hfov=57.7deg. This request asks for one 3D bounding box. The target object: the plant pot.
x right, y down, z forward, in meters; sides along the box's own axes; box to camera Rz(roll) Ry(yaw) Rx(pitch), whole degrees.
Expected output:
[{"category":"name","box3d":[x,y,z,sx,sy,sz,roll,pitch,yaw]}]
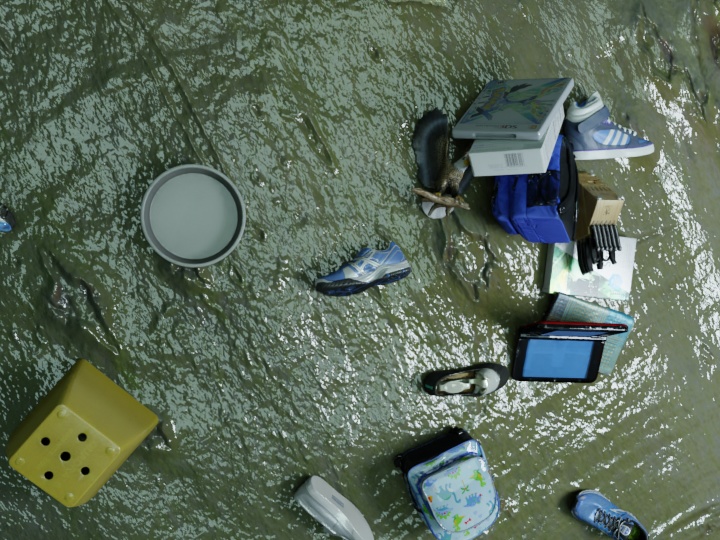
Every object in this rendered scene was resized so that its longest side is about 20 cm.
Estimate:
[{"category":"plant pot","box3d":[-0.522,0.312,1.201,0.200,0.176,0.200,42,85,-10]}]

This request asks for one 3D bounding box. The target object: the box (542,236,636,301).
[{"category":"box","box3d":[0.511,-0.012,1.458,0.199,0.036,0.145,5,92,-10]}]

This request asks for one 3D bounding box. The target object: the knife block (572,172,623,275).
[{"category":"knife block","box3d":[0.493,-0.097,1.414,0.064,0.200,0.176,0,123,-13]}]

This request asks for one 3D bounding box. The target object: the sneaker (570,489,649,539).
[{"category":"sneaker","box3d":[0.568,0.561,1.475,0.200,0.089,0.079,26,87,-11]}]

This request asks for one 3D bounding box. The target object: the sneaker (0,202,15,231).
[{"category":"sneaker","box3d":[-0.739,-0.083,1.200,0.199,0.078,0.090,1,112,-8]}]

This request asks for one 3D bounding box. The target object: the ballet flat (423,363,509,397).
[{"category":"ballet flat","box3d":[0.236,0.244,1.402,0.199,0.068,0.068,-7,94,-11]}]

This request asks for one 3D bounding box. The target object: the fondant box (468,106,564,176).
[{"category":"fondant box","box3d":[0.311,-0.269,1.295,0.200,0.144,0.058,-60,140,-40]}]

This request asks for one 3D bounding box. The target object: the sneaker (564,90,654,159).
[{"category":"sneaker","box3d":[0.543,-0.319,1.423,0.199,0.081,0.147,-5,98,-5]}]

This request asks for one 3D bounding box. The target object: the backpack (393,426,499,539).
[{"category":"backpack","box3d":[0.197,0.464,1.368,0.183,0.147,0.200,-24,100,-7]}]

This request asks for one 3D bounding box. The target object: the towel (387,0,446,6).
[{"category":"towel","box3d":[0.118,-0.649,1.344,0.148,0.036,0.201,0,93,-12]}]

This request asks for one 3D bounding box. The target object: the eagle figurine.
[{"category":"eagle figurine","box3d":[0.188,-0.216,1.354,0.152,0.151,0.200,44,46,-49]}]

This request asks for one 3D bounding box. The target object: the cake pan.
[{"category":"cake pan","box3d":[-0.327,-0.107,1.285,0.200,0.037,0.201,-1,94,-11]}]

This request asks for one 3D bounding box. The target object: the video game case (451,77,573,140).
[{"category":"video game case","box3d":[0.303,-0.324,1.299,0.200,0.182,0.022,-53,137,-34]}]

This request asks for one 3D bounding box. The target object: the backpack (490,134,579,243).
[{"category":"backpack","box3d":[0.362,-0.176,1.345,0.167,0.162,0.201,4,74,23]}]

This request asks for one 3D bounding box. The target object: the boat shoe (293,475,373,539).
[{"category":"boat shoe","box3d":[-0.057,0.516,1.364,0.068,0.072,0.200,-41,107,15]}]

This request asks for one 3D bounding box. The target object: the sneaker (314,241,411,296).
[{"category":"sneaker","box3d":[0.000,0.000,1.349,0.199,0.076,0.077,-15,74,-10]}]

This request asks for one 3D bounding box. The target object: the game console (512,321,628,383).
[{"category":"game console","box3d":[0.445,0.177,1.395,0.199,0.172,0.119,2,79,-7]}]

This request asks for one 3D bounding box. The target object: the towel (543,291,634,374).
[{"category":"towel","box3d":[0.498,0.140,1.458,0.200,0.022,0.147,19,103,-11]}]
